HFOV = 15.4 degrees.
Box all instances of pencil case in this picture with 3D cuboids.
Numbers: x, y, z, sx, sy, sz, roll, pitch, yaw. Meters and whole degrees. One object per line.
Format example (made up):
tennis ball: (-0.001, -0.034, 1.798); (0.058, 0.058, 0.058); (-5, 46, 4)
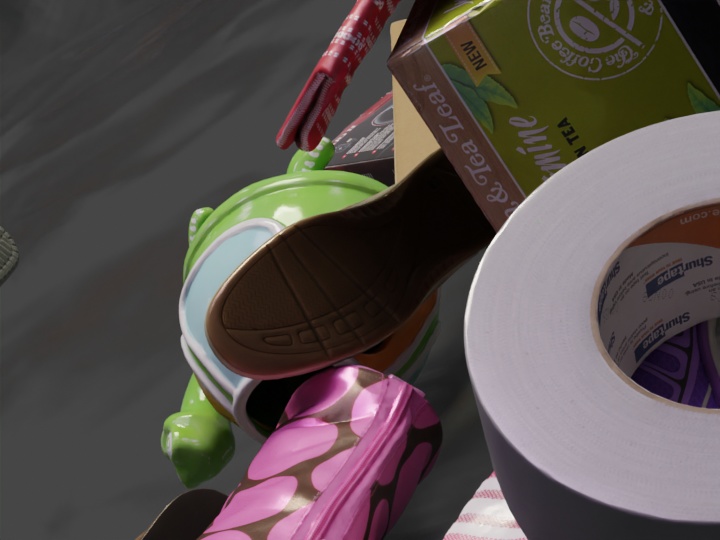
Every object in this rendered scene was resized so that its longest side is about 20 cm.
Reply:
pencil case: (-0.024, 0.117, 1.225); (0.094, 0.090, 0.200); (-62, -2, 35)

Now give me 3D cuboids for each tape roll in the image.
tape roll: (0.141, 0.032, 0.977); (0.199, 0.066, 0.201); (-7, 46, 8)

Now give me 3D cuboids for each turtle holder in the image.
turtle holder: (-0.044, 0.032, 1.431); (0.185, 0.141, 0.132); (-17, 40, 17)

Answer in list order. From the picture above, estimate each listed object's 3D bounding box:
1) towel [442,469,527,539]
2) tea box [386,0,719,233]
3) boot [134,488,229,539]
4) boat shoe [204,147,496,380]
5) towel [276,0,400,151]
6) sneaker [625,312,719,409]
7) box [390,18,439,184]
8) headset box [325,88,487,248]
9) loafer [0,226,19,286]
towel: (0.057, 0.133, 1.106); (0.146, 0.030, 0.200); (-18, 22, 49)
tea box: (0.151, -0.083, 1.245); (0.196, 0.200, 0.134); (-30, 14, 20)
boot: (-0.131, 0.190, 1.293); (0.200, 0.074, 0.075); (-41, -3, -38)
boat shoe: (0.000, 0.000, 1.330); (0.200, 0.072, 0.065); (-35, -5, -30)
towel: (0.026, -0.154, 1.276); (0.200, 0.022, 0.145); (-59, 2, -15)
sneaker: (0.112, 0.033, 1.066); (0.083, 0.081, 0.200); (-1, 36, -5)
box: (0.099, -0.097, 1.537); (0.163, 0.021, 0.200); (-12, 39, 9)
headset box: (0.064, -0.082, 1.672); (0.149, 0.075, 0.200); (-41, 17, -24)
loafer: (-0.367, 0.032, 2.282); (0.070, 0.075, 0.200); (-37, 5, 41)
